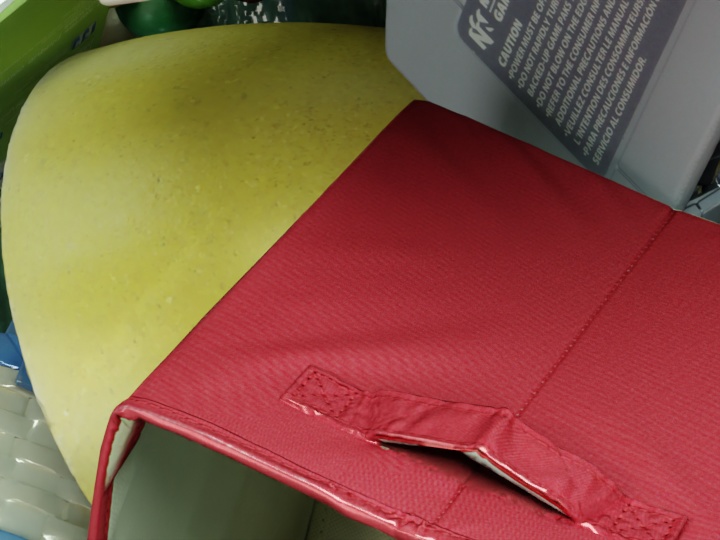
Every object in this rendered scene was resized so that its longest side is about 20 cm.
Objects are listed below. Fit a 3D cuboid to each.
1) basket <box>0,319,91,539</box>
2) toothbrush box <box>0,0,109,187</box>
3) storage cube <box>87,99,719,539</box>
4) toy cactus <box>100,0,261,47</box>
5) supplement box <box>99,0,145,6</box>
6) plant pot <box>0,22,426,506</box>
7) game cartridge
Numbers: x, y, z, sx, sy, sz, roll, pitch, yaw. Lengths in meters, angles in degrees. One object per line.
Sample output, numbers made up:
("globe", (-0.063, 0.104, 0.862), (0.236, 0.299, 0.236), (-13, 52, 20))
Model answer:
("basket", (-0.142, 0.068, 1.184), (0.139, 0.200, 0.177), (23, 138, -5))
("toothbrush box", (-0.163, -0.110, 1.011), (0.146, 0.086, 0.200), (47, 160, 6))
("storage cube", (0.038, 0.090, 0.798), (0.170, 0.180, 0.201), (21, 127, 16))
("toy cactus", (-0.094, -0.123, 1.096), (0.200, 0.102, 0.165), (24, 146, 38))
("supplement box", (0.026, -0.123, 0.721), (0.200, 0.126, 0.074), (-1, 111, 53))
("plant pot", (0.000, 0.000, 0.973), (0.142, 0.200, 0.201), (-19, 95, 28))
("game cartridge", (0.071, -0.101, 0.818), (0.133, 0.041, 0.200), (45, 141, 20))
